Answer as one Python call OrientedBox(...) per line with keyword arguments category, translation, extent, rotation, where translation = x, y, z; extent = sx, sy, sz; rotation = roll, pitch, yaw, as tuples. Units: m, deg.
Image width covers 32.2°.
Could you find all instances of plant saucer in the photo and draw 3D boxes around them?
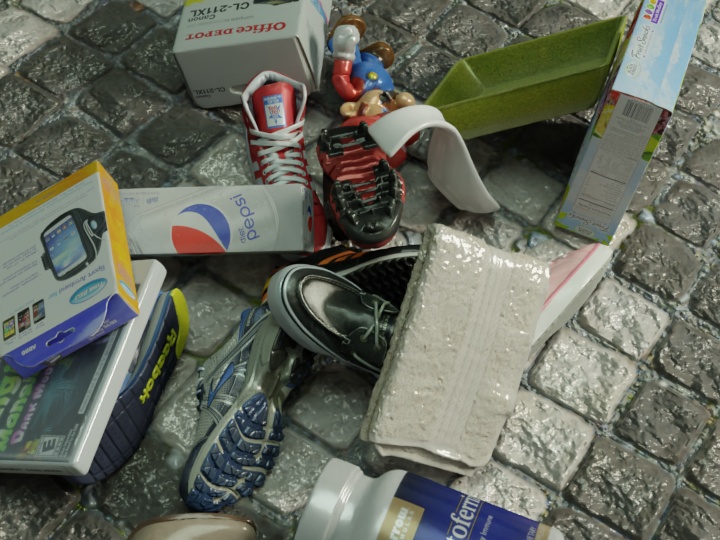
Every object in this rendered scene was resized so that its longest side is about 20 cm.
OrientedBox(category="plant saucer", translation=(0.177, -0.195, 1.299), extent=(0.198, 0.048, 0.200), rotation=(-11, 21, 23))

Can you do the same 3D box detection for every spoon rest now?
OrientedBox(category="spoon rest", translation=(0.083, -0.111, 1.222), extent=(0.061, 0.200, 0.100), rotation=(-44, 60, 13))

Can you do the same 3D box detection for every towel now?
OrientedBox(category="towel", translation=(0.083, 0.071, 1.068), extent=(0.131, 0.034, 0.202), rotation=(18, 89, -31))

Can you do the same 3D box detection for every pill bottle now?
OrientedBox(category="pill bottle", translation=(0.052, 0.228, 0.990), extent=(0.198, 0.116, 0.116), rotation=(19, 53, 11))

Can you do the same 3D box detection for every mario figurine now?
OrientedBox(category="mario figurine", translation=(0.025, -0.189, 1.312), extent=(0.122, 0.107, 0.201), rotation=(4, 46, -16))

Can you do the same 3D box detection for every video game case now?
OrientedBox(category="video game case", translation=(-0.274, 0.080, 1.076), extent=(0.180, 0.023, 0.202), rotation=(-3, 54, 30))

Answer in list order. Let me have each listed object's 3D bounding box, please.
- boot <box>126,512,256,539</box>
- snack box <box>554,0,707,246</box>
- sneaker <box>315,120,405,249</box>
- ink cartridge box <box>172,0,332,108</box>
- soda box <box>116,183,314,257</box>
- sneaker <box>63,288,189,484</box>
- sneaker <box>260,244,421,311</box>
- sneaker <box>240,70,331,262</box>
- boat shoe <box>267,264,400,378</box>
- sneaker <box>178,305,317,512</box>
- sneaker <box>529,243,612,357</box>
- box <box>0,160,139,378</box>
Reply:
OrientedBox(category="boot", translation=(-0.174, 0.271, 0.956), extent=(0.198, 0.071, 0.147), rotation=(-14, 41, 6))
OrientedBox(category="snack box", translation=(0.267, -0.153, 1.243), extent=(0.067, 0.201, 0.170), rotation=(21, 52, 7))
OrientedBox(category="sneaker", translation=(0.003, -0.061, 1.174), extent=(0.070, 0.099, 0.201), rotation=(-10, 30, -5))
OrientedBox(category="ink cartridge box", translation=(-0.112, -0.285, 1.371), extent=(0.144, 0.083, 0.202), rotation=(-5, 51, 13))
OrientedBox(category="soda box", translation=(-0.145, -0.046, 1.185), extent=(0.197, 0.068, 0.064), rotation=(-1, 89, 6))
OrientedBox(category="sneaker", translation=(-0.222, 0.098, 1.100), extent=(0.081, 0.074, 0.201), rotation=(11, 52, 16))
OrientedBox(category="sneaker", translation=(0.000, 0.000, 1.165), extent=(0.198, 0.070, 0.090), rotation=(-15, 37, 11))
OrientedBox(category="sneaker", translation=(-0.076, -0.110, 1.241), extent=(0.070, 0.113, 0.201), rotation=(-12, 54, -13))
OrientedBox(category="boat shoe", translation=(0.012, 0.051, 1.088), extent=(0.199, 0.071, 0.073), rotation=(31, 65, -27))
OrientedBox(category="sneaker", translation=(-0.109, 0.117, 1.098), extent=(0.085, 0.077, 0.201), rotation=(8, 60, 39))
OrientedBox(category="sneaker", translation=(0.149, 0.019, 1.182), extent=(0.104, 0.076, 0.200), rotation=(40, 64, 18))
OrientedBox(category="box", translation=(-0.259, 0.004, 1.089), extent=(0.118, 0.042, 0.201), rotation=(-28, 47, 9))
